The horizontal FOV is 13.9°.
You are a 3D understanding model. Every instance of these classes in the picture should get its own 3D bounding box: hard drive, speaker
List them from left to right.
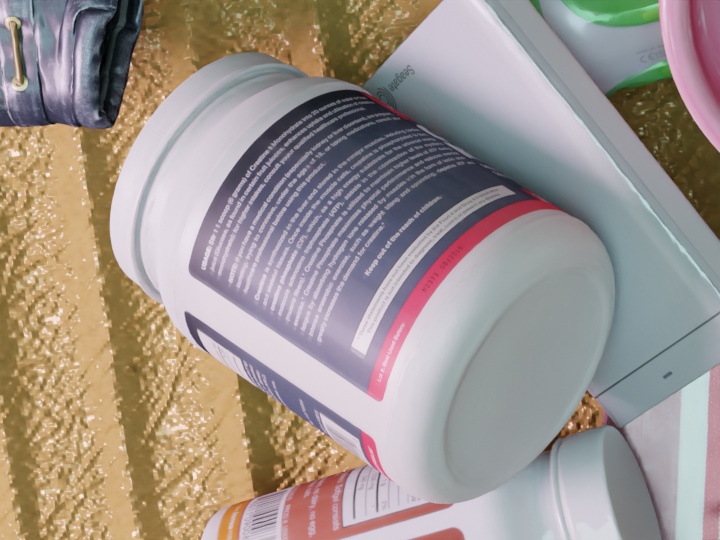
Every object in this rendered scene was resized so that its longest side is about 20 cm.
[{"bbox_3d":[0.089,-0.031,1.322,0.027,0.132,0.200,-37,87,-30],"label":"hard drive"},{"bbox_3d":[0.167,-0.136,1.319,0.199,0.088,0.089,-16,97,11],"label":"speaker"}]

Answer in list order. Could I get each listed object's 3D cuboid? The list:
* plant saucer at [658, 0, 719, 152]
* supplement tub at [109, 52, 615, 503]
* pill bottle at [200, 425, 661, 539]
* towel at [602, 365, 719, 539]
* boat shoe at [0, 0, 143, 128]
[{"bbox_3d":[0.225,-0.122,1.244,0.200,0.051,0.201,0,111,0],"label":"plant saucer"},{"bbox_3d":[0.000,0.000,1.311,0.200,0.140,0.141,33,105,31],"label":"supplement tub"},{"bbox_3d":[0.035,0.139,1.368,0.199,0.112,0.112,-17,97,17],"label":"pill bottle"},{"bbox_3d":[0.213,0.075,1.382,0.199,0.023,0.145,3,100,8],"label":"towel"},{"bbox_3d":[-0.143,-0.163,1.359,0.091,0.071,0.201,5,90,14],"label":"boat shoe"}]
